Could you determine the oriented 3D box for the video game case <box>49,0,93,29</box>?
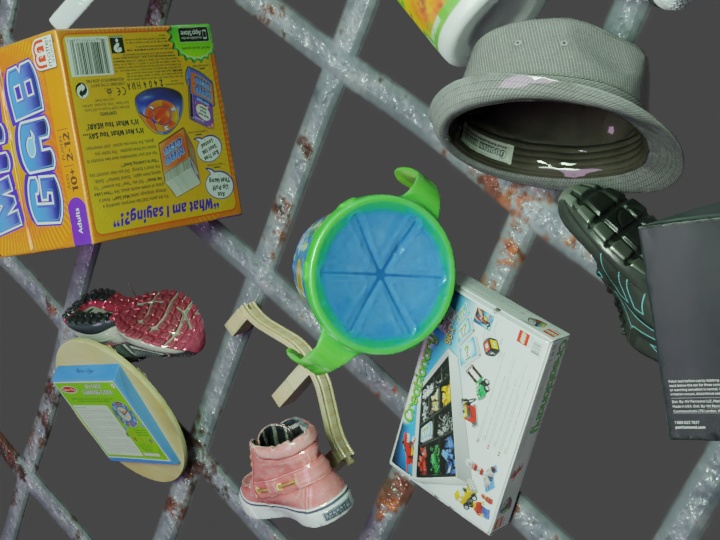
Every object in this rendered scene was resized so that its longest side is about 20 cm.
[{"bbox_3d":[-0.206,-0.333,1.213,0.023,0.201,0.181,41,133,-18],"label":"video game case"}]

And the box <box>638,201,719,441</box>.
[{"bbox_3d":[0.275,0.021,0.853,0.078,0.199,0.143,-3,98,41],"label":"box"}]

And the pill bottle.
[{"bbox_3d":[0.058,-0.275,1.036,0.201,0.110,0.111,54,128,18],"label":"pill bottle"}]

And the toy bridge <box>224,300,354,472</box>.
[{"bbox_3d":[-0.063,0.113,1.287,0.201,0.027,0.067,55,129,16],"label":"toy bridge"}]

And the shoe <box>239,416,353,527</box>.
[{"bbox_3d":[-0.079,0.194,1.257,0.199,0.071,0.092,-8,109,62],"label":"shoe"}]

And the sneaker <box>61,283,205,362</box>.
[{"bbox_3d":[-0.243,0.068,1.412,0.198,0.081,0.075,7,133,40],"label":"sneaker"}]

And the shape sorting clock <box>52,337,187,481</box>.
[{"bbox_3d":[-0.272,0.158,1.441,0.198,0.039,0.201,26,142,22],"label":"shape sorting clock"}]

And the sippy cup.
[{"bbox_3d":[0.000,0.000,1.128,0.141,0.176,0.130,69,164,-10],"label":"sippy cup"}]

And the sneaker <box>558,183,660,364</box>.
[{"bbox_3d":[0.218,0.019,0.980,0.200,0.075,0.080,48,135,14],"label":"sneaker"}]

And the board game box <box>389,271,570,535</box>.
[{"bbox_3d":[0.103,0.119,1.137,0.126,0.034,0.202,31,119,33],"label":"board game box"}]

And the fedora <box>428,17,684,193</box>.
[{"bbox_3d":[0.155,-0.133,0.978,0.197,0.177,0.091,4,70,25],"label":"fedora"}]

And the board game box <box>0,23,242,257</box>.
[{"bbox_3d":[-0.272,-0.132,1.299,0.198,0.199,0.203,-6,96,41],"label":"board game box"}]

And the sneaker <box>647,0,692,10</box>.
[{"bbox_3d":[0.197,-0.297,0.932,0.114,0.075,0.203,12,111,36],"label":"sneaker"}]
